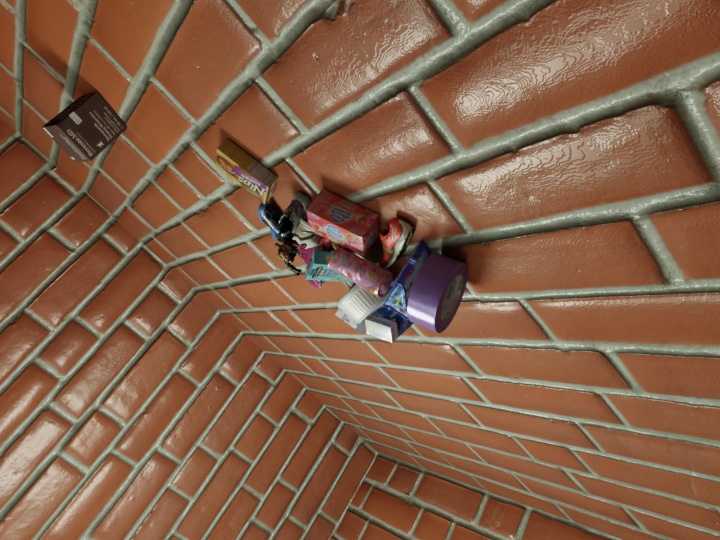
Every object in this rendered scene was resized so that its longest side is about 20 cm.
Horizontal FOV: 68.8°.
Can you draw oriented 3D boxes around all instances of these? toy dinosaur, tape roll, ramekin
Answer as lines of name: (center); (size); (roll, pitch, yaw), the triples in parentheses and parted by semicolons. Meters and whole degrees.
toy dinosaur: (-0.256, -0.049, 1.889); (0.135, 0.200, 0.102); (37, 117, -9)
tape roll: (0.209, 0.060, 1.415); (0.084, 0.201, 0.201); (21, 151, 26)
ramekin: (0.029, 0.079, 1.654); (0.094, 0.202, 0.203); (49, 156, 8)

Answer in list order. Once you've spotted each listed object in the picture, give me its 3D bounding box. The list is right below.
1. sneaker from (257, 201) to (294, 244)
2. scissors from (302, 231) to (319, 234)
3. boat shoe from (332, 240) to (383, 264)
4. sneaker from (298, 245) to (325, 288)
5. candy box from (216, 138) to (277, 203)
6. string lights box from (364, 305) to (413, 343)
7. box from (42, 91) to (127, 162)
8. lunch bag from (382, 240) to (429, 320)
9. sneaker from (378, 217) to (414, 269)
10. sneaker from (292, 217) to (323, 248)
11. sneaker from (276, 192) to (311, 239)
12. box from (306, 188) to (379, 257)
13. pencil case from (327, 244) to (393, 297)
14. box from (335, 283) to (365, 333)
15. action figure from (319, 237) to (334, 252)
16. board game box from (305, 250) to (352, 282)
sneaker: (-0.284, -0.163, 1.815); (0.077, 0.071, 0.200); (20, 157, 25)
scissors: (-0.076, -0.114, 1.581); (0.198, 0.074, 0.014); (14, 142, 10)
boat shoe: (0.014, -0.066, 1.613); (0.198, 0.072, 0.069); (19, 177, 16)
sneaker: (-0.150, -0.044, 1.834); (0.081, 0.088, 0.202); (15, 125, 41)
candy box: (-0.361, -0.311, 1.666); (0.199, 0.057, 0.117); (38, 155, -2)
string lights box: (0.115, 0.144, 1.668); (0.102, 0.199, 0.060); (14, 124, 36)
box: (-1.019, -0.529, 1.951); (0.163, 0.201, 0.166); (10, 145, 42)
lunch bag: (0.142, 0.022, 1.490); (0.093, 0.151, 0.201); (29, 154, 14)
sneaker: (0.088, -0.079, 1.487); (0.085, 0.077, 0.201); (39, 142, 10)
sneaker: (-0.158, -0.106, 1.673); (0.073, 0.080, 0.200); (33, -178, 23)
sneaker: (-0.219, -0.143, 1.672); (0.077, 0.140, 0.201); (29, 153, 15)
box: (-0.050, -0.138, 1.522); (0.199, 0.096, 0.100); (27, 153, 18)
pencil case: (0.000, 0.000, 1.527); (0.199, 0.088, 0.088); (30, 155, 26)
box: (0.001, 0.125, 1.885); (0.132, 0.115, 0.200); (35, 154, 1)
action figure: (-0.094, -0.069, 1.700); (0.052, 0.065, 0.200); (63, 175, 22)
board game box: (-0.068, -0.010, 1.702); (0.198, 0.047, 0.151); (4, 159, -16)
